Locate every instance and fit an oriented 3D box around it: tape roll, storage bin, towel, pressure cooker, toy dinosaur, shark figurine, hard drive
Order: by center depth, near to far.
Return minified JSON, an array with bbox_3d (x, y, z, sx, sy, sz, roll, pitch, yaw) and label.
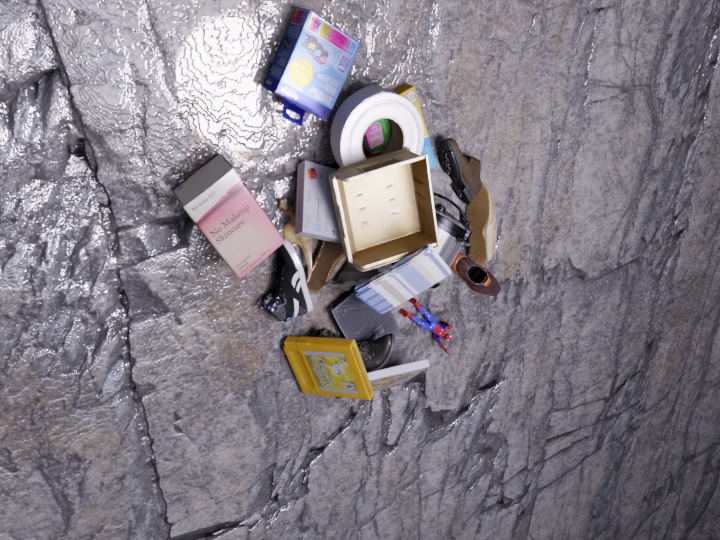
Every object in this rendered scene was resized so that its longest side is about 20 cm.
[{"bbox_3d":[0.050,-0.129,1.322,0.194,0.094,0.205,-18,116,-12],"label":"storage bin"},{"bbox_3d":[0.036,-0.285,1.350,0.197,0.071,0.207,-10,118,-18],"label":"tape roll"},{"bbox_3d":[0.095,0.022,1.376,0.197,0.024,0.147,-31,147,14],"label":"towel"},{"bbox_3d":[-0.122,-0.085,1.423,0.099,0.058,0.204,-22,115,-2],"label":"toy dinosaur"},{"bbox_3d":[0.004,-0.003,1.439,0.126,0.211,0.092,8,78,-47],"label":"shark figurine"},{"bbox_3d":[0.163,-0.081,1.503,0.173,0.179,0.203,23,100,-32],"label":"pressure cooker"},{"bbox_3d":[0.011,0.124,1.592,0.134,0.042,0.202,-39,126,-10],"label":"hard drive"}]

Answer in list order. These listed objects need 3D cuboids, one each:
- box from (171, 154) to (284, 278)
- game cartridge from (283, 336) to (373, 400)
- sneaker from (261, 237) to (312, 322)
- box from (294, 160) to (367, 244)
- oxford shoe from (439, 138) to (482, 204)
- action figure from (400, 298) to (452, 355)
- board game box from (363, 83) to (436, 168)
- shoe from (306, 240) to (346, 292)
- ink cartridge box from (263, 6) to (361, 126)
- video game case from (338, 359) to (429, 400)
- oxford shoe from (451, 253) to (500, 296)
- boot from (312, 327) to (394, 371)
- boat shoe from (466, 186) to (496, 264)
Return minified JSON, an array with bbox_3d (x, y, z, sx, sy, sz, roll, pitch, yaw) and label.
[{"bbox_3d":[-0.267,-0.109,1.282,0.127,0.109,0.202,-39,126,-8],"label":"box"},{"bbox_3d":[-0.080,0.236,1.513,0.033,0.195,0.179,-59,139,-47],"label":"game cartridge"},{"bbox_3d":[-0.180,0.035,1.421,0.110,0.073,0.204,-27,124,-18],"label":"sneaker"},{"bbox_3d":[-0.049,-0.142,1.392,0.196,0.041,0.160,9,76,-34],"label":"box"},{"bbox_3d":[0.249,-0.260,1.542,0.084,0.072,0.201,-45,138,-7],"label":"oxford shoe"},{"bbox_3d":[0.200,0.155,1.687,0.199,0.099,0.066,36,94,-39],"label":"action figure"},{"bbox_3d":[0.082,-0.297,1.441,0.151,0.040,0.203,-32,124,-14],"label":"board game box"},{"bbox_3d":[-0.064,-0.041,1.472,0.069,0.053,0.202,33,91,6],"label":"shoe"},{"bbox_3d":[-0.104,-0.398,1.267,0.134,0.076,0.203,19,103,-35],"label":"ink cartridge box"},{"bbox_3d":[0.059,0.285,1.636,0.196,0.023,0.182,-9,159,-27],"label":"video game case"},{"bbox_3d":[0.327,0.027,1.713,0.198,0.072,0.072,29,96,-36],"label":"oxford shoe"},{"bbox_3d":[-0.031,0.188,1.536,0.173,0.070,0.199,34,122,-28],"label":"boot"},{"bbox_3d":[0.323,-0.121,1.650,0.069,0.072,0.206,-19,114,-49],"label":"boat shoe"}]
